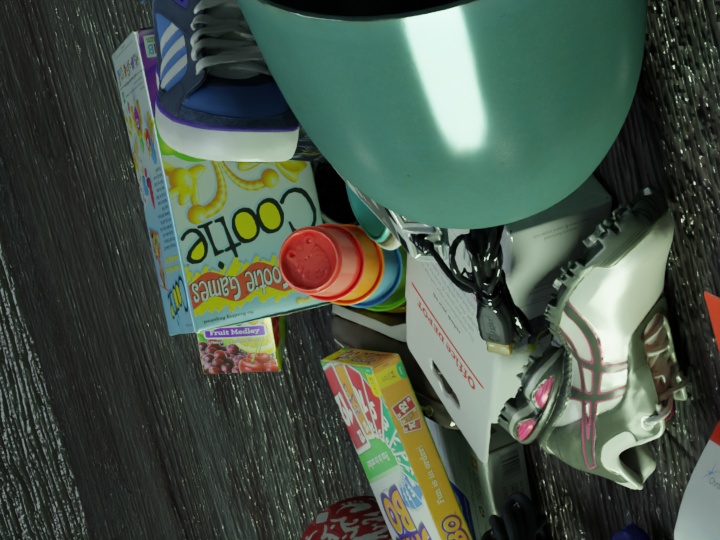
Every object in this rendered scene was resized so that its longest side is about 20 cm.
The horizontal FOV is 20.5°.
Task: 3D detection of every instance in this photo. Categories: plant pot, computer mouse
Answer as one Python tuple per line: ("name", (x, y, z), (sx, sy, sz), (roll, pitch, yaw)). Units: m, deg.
("plant pot", (0.047, -0.119, 0.950), (0.201, 0.200, 0.161), (52, 166, 47))
("computer mouse", (0.029, -0.044, 1.060), (0.200, 0.044, 0.110), (51, 174, 36))

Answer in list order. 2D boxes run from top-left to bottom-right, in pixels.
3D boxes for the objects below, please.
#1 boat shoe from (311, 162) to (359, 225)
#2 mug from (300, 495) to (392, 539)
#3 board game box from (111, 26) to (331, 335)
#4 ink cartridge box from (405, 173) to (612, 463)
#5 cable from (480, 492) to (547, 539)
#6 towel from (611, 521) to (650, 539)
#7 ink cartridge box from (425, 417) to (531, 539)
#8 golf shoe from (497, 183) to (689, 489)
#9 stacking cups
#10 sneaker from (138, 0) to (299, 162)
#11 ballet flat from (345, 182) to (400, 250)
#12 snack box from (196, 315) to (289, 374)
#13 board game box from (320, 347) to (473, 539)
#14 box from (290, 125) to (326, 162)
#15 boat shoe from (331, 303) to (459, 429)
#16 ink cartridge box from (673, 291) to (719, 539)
("boat shoe", (-0.021, -0.051, 1.418), (0.069, 0.072, 0.201), (-119, 30, -43))
("mug", (0.032, 0.264, 1.469), (0.200, 0.133, 0.178), (-152, 48, -70))
("board game box", (-0.093, -0.065, 1.347), (0.105, 0.103, 0.201), (170, 89, -75))
("ink cartridge box", (0.081, 0.003, 1.155), (0.201, 0.068, 0.115), (92, 153, -46))
("cable", (0.110, 0.234, 1.238), (0.164, 0.051, 0.200), (61, -156, -27))
("towel", (0.190, 0.258, 1.127), (0.148, 0.049, 0.200), (99, 149, -42))
("ink cartridge box", (0.060, 0.126, 1.393), (0.200, 0.037, 0.095), (36, 141, 58))
("golf shoe", (0.140, 0.035, 1.039), (0.088, 0.077, 0.200), (35, 145, 16))
("stacking cups", (0.000, 0.000, 1.255), (0.200, 0.060, 0.061), (-2, -108, -76))
("sneaker", (-0.082, -0.157, 1.183), (0.200, 0.080, 0.147), (-125, 37, -65))
("ballet flat", (0.016, -0.087, 1.260), (0.200, 0.069, 0.070), (-116, 17, -46))
("snack box", (-0.095, -0.049, 1.529), (0.169, 0.067, 0.201), (-84, -10, -59))
("board game box", (0.035, 0.147, 1.301), (0.201, 0.030, 0.095), (66, 161, -9))
("box", (-0.010, -0.164, 1.181), (0.200, 0.051, 0.159), (153, 117, -66))
("boat shoe", (0.028, 0.062, 1.350), (0.200, 0.072, 0.060), (15, 95, 64))
("ink cartridge box", (0.203, 0.128, 0.945), (0.160, 0.047, 0.201), (36, 143, 62))
